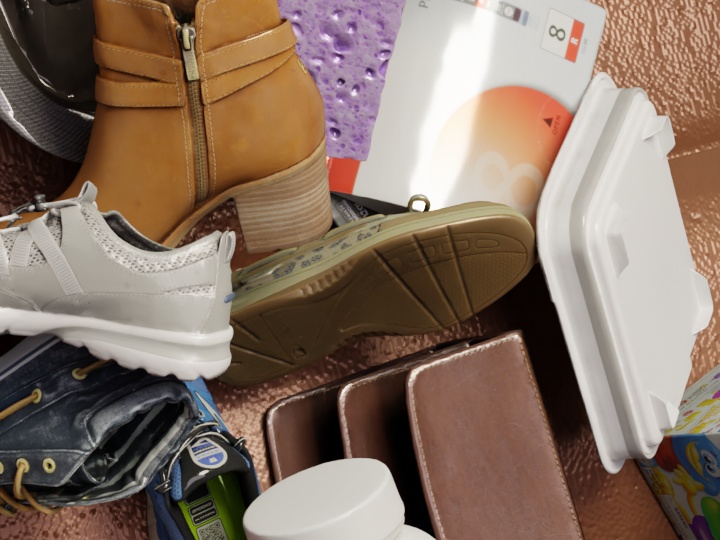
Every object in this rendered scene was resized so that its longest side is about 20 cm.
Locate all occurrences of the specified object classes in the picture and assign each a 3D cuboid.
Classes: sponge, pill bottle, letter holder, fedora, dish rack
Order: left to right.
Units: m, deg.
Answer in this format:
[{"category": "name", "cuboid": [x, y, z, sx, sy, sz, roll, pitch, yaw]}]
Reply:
[{"category": "fedora", "cuboid": [-0.152, -0.157, 1.191, 0.176, 0.090, 0.201, -14, 97, -25]}, {"category": "sponge", "cuboid": [-0.029, -0.157, 1.121, 0.111, 0.030, 0.201, 8, 119, -12]}, {"category": "pill bottle", "cuboid": [0.008, 0.207, 1.154, 0.112, 0.112, 0.201, -28, 107, -25]}, {"category": "letter holder", "cuboid": [0.041, 0.152, 1.244, 0.142, 0.100, 0.201, -18, 92, -24]}, {"category": "dish rack", "cuboid": [0.163, 0.001, 1.275, 0.172, 0.043, 0.201, -63, 143, -47]}]

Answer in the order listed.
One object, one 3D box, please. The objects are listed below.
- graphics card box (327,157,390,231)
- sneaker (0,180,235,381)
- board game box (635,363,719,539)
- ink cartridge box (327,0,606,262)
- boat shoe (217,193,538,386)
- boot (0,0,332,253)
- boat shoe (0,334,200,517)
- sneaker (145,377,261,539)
[{"category": "graphics card box", "cuboid": [0.018, -0.118, 1.291, 0.200, 0.051, 0.126, -41, 102, -22]}, {"category": "sneaker", "cuboid": [-0.154, -0.008, 1.072, 0.199, 0.075, 0.082, 14, 97, 0]}, {"category": "board game box", "cuboid": [0.270, 0.113, 1.299, 0.105, 0.200, 0.103, -34, 98, -24]}, {"category": "ink cartridge box", "cuboid": [0.036, -0.111, 1.242, 0.199, 0.050, 0.163, 22, 76, -28]}, {"category": "boat shoe", "cuboid": [0.000, 0.000, 1.208, 0.199, 0.063, 0.073, -18, 127, 8]}, {"category": "boot", "cuboid": [-0.118, -0.070, 1.099, 0.199, 0.077, 0.156, -9, 124, 7]}, {"category": "boat shoe", "cuboid": [-0.177, 0.099, 1.113, 0.200, 0.091, 0.071, -40, 137, 2]}, {"category": "sneaker", "cuboid": [-0.097, 0.091, 1.190, 0.078, 0.089, 0.201, -30, 95, -25]}]
